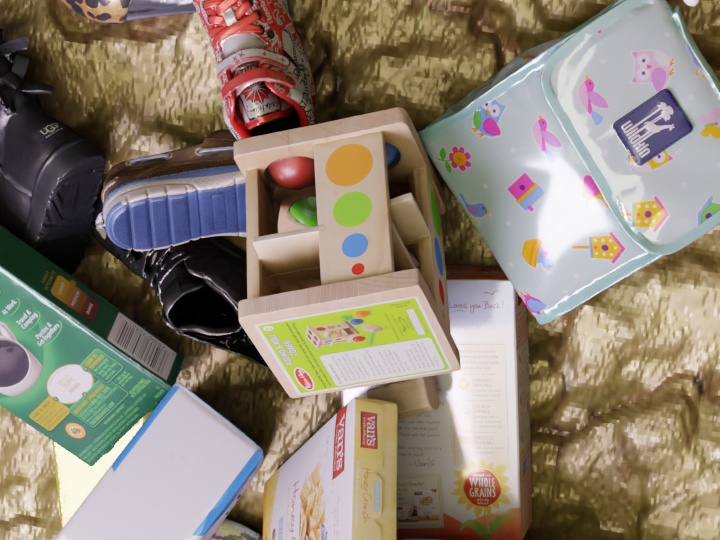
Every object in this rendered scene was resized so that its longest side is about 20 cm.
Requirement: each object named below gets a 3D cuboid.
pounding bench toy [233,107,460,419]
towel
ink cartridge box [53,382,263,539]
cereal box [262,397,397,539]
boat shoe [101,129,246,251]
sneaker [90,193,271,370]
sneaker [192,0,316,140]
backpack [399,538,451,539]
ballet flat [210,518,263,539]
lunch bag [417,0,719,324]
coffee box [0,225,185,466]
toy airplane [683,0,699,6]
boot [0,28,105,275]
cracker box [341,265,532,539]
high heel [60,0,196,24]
[{"bbox_3d":[0.000,0.000,1.590,0.124,0.200,0.157,-10,59,12],"label":"pounding bench toy"},{"bbox_3d":[-0.195,0.164,1.775,0.086,0.018,0.201,-4,100,8],"label":"towel"},{"bbox_3d":[-0.141,0.167,1.649,0.084,0.200,0.146,36,84,3],"label":"ink cartridge box"},{"bbox_3d":[-0.025,0.191,1.631,0.039,0.200,0.145,9,64,-18],"label":"cereal box"},{"bbox_3d":[-0.091,-0.069,1.663,0.199,0.073,0.072,-5,136,-11],"label":"boat shoe"},{"bbox_3d":[-0.126,0.005,1.677,0.199,0.104,0.060,29,109,5],"label":"sneaker"},{"bbox_3d":[-0.081,-0.172,1.596,0.067,0.108,0.202,-18,119,8],"label":"sneaker"},{"bbox_3d":[0.075,0.270,1.627,0.199,0.190,0.155,3,89,-8],"label":"backpack"},{"bbox_3d":[-0.059,0.269,1.735,0.200,0.071,0.069,44,120,1],"label":"ballet flat"},{"bbox_3d":[0.168,-0.084,1.564,0.200,0.122,0.171,-29,96,36],"label":"lunch bag"},{"bbox_3d":[-0.243,0.050,1.684,0.200,0.044,0.123,35,129,-14],"label":"coffee box"},{"bbox_3d":[0.291,-0.241,1.496,0.199,0.141,0.200,33,114,-2],"label":"toy airplane"},{"bbox_3d":[-0.271,-0.082,1.703,0.163,0.073,0.199,47,141,19],"label":"boot"},{"bbox_3d":[0.056,0.097,1.679,0.133,0.058,0.201,1,102,14],"label":"cracker box"},{"bbox_3d":[-0.165,-0.277,1.642,0.142,0.071,0.201,-3,108,9],"label":"high heel"}]
